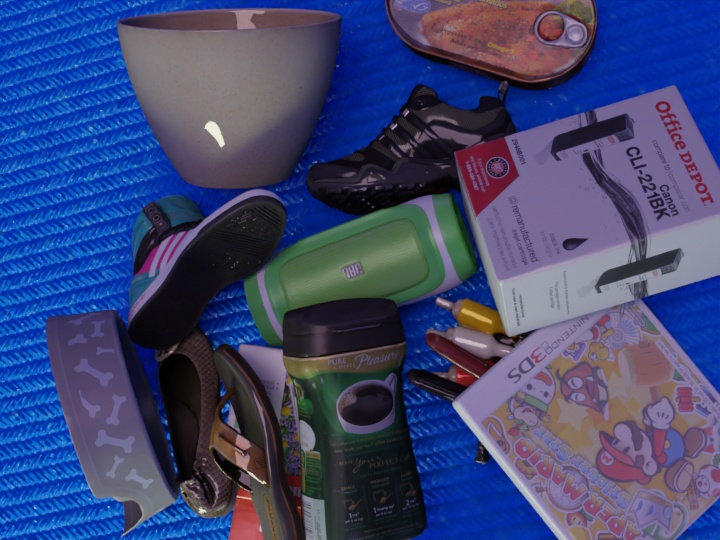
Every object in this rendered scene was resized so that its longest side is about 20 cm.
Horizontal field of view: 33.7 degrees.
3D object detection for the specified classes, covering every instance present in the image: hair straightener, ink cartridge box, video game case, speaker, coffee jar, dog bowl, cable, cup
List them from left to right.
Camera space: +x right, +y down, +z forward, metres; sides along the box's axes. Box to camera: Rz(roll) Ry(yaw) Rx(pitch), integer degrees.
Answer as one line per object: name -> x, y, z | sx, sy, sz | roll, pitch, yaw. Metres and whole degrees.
dog bowl -> -0.213, 0.126, 1.037 | 0.058, 0.200, 0.202 | -18, 77, -6
cup -> -0.115, -0.155, 1.068 | 0.198, 0.200, 0.145 | 4, 108, 14
ink cartridge box -> -0.067, 0.173, 1.063 | 0.108, 0.050, 0.203 | 7, 83, 14
coffee jar -> -0.007, 0.125, 0.988 | 0.103, 0.085, 0.203 | -7, 93, -22
speaker -> 0.000, 0.000, 1.055 | 0.198, 0.088, 0.089 | -20, 77, 10
hair straightener -> 0.126, 0.132, 1.010 | 0.198, 0.041, 0.078 | 28, 104, -4
cable -> 0.155, 0.079, 1.023 | 0.197, 0.050, 0.099 | 4, 88, 14
ink cartridge box -> 0.193, -0.050, 0.978 | 0.198, 0.084, 0.145 | -16, 53, 1
video game case -> 0.204, 0.129, 0.974 | 0.181, 0.023, 0.201 | -38, 85, -13

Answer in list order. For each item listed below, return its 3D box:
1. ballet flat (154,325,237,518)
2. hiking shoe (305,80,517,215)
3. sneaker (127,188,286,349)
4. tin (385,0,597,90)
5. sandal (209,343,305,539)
ballet flat -> -0.156, 0.128, 1.066 | 0.067, 0.046, 0.202 | -40, 53, 34
hiking shoe -> 0.045, -0.112, 1.075 | 0.197, 0.076, 0.102 | -9, 71, 3
sneaker -> -0.144, -0.032, 1.073 | 0.200, 0.083, 0.122 | -41, 42, 26
tin -> 0.120, -0.235, 1.086 | 0.198, 0.042, 0.113 | 21, 91, 16
sandal -> -0.098, 0.161, 1.004 | 0.054, 0.082, 0.203 | -12, 85, -22
